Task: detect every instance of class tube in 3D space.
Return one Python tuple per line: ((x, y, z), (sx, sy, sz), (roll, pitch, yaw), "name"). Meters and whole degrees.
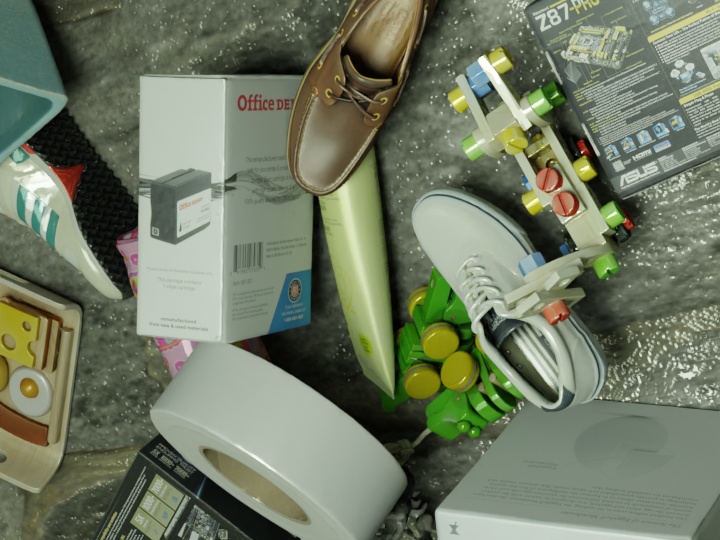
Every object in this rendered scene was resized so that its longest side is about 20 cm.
((0.000, 0.000, 1.695), (0.052, 0.058, 0.201), (-1, 108, 24), "tube")

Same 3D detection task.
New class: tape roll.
((-0.063, 0.140, 1.649), (0.202, 0.071, 0.203), (31, 163, 10), "tape roll")

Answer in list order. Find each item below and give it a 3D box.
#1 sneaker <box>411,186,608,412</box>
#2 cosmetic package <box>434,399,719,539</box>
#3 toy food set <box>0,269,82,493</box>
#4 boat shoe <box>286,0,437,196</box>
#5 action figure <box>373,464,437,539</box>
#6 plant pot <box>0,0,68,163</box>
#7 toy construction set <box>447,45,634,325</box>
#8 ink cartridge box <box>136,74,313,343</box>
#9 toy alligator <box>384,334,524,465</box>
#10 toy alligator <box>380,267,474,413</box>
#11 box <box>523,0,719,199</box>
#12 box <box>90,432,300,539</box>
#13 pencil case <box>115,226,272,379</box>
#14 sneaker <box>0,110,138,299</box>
((0.106, 0.019, 1.577), (0.200, 0.071, 0.073), (48, 119, 12), "sneaker")
((0.189, 0.196, 1.599), (0.198, 0.200, 0.124), (4, 113, 27), "cosmetic package")
((-0.333, 0.088, 1.909), (0.143, 0.060, 0.201), (22, 120, 18), "toy food set")
((-0.003, -0.145, 1.598), (0.072, 0.068, 0.201), (25, 106, -6), "boat shoe")
((0.020, 0.220, 1.759), (0.200, 0.102, 0.119), (37, 135, 7), "action figure")
((-0.385, -0.191, 1.727), (0.196, 0.195, 0.201), (-36, 56, 34), "plant pot")
((0.135, -0.059, 1.546), (0.092, 0.131, 0.201), (-18, 77, 20), "toy construction set")
((-0.103, -0.052, 1.649), (0.083, 0.145, 0.201), (4, 97, 27), "ink cartridge box")
((0.092, 0.101, 1.656), (0.059, 0.054, 0.200), (31, 109, -39), "toy alligator")
((0.071, 0.037, 1.683), (0.054, 0.059, 0.201), (9, 124, -21), "toy alligator")
((0.237, -0.160, 1.512), (0.199, 0.049, 0.162), (-25, 100, 33), "box")
((-0.150, 0.257, 1.870), (0.163, 0.086, 0.200), (36, 123, 10), "box")
((-0.131, 0.046, 1.774), (0.087, 0.087, 0.201), (-17, 103, 32), "pencil case")
((-0.259, -0.056, 1.811), (0.093, 0.070, 0.200), (-31, 94, 45), "sneaker")
